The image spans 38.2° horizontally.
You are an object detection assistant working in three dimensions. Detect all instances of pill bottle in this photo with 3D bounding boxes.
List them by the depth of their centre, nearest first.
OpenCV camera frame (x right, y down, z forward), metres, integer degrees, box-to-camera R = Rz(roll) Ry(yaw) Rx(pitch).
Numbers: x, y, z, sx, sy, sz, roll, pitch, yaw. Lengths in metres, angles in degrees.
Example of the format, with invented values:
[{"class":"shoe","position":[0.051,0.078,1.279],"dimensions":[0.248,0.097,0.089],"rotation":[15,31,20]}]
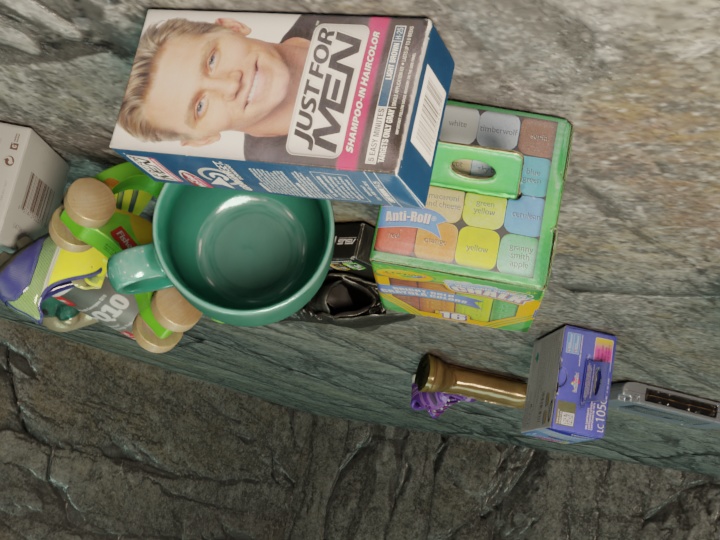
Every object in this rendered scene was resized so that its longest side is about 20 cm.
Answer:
[{"class":"pill bottle","position":[-0.336,-0.001,1.328],"dimensions":[0.113,0.115,0.200],"rotation":[-1,153,47]}]

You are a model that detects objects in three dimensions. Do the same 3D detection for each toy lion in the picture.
[{"class":"toy lion","position":[-0.170,-0.027,1.014],"dimensions":[0.200,0.192,0.069],"rotation":[49,136,2]}]

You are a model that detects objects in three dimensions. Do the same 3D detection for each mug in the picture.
[{"class":"mug","position":[-0.114,-0.031,0.917],"dimensions":[0.183,0.153,0.114],"rotation":[14,170,1]}]

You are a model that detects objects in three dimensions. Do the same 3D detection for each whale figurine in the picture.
[{"class":"whale figurine","position":[-0.407,0.022,1.573],"dimensions":[0.199,0.104,0.159],"rotation":[-7,-156,30]}]

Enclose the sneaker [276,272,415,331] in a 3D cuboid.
[{"class":"sneaker","position":[-0.037,0.029,1.125],"dimensions":[0.198,0.061,0.104],"rotation":[8,168,4]}]

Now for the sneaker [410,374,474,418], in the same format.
[{"class":"sneaker","position":[0.167,0.250,2.047],"dimensions":[0.080,0.084,0.200],"rotation":[18,166,-26]}]

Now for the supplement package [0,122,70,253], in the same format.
[{"class":"supplement package","position":[-0.417,-0.088,1.047],"dimensions":[0.198,0.118,0.117],"rotation":[11,168,8]}]

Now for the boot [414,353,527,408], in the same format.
[{"class":"boot","position":[0.202,0.200,1.848],"dimensions":[0.198,0.067,0.175],"rotation":[14,180,-1]}]

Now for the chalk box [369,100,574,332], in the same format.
[{"class":"chalk box","position":[0.079,-0.040,0.746],"dimensions":[0.123,0.125,0.200],"rotation":[10,168,8]}]

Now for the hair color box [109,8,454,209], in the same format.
[{"class":"hair color box","position":[-0.050,-0.103,0.652],"dimensions":[0.198,0.101,0.061],"rotation":[7,166,23]}]

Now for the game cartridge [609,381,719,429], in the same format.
[{"class":"game cartridge","position":[0.495,0.221,1.701],"dimensions":[0.198,0.042,0.133],"rotation":[14,172,-7]}]

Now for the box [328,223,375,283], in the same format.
[{"class":"box","position":[0.000,0.000,1.188],"dimensions":[0.192,0.048,0.199],"rotation":[27,162,-40]}]

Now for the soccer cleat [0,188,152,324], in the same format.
[{"class":"soccer cleat","position":[-0.269,-0.023,1.029],"dimensions":[0.084,0.200,0.065],"rotation":[44,148,4]}]

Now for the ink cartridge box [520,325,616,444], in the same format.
[{"class":"ink cartridge box","position":[0.278,0.154,1.380],"dimensions":[0.076,0.138,0.200],"rotation":[11,168,-1]}]
